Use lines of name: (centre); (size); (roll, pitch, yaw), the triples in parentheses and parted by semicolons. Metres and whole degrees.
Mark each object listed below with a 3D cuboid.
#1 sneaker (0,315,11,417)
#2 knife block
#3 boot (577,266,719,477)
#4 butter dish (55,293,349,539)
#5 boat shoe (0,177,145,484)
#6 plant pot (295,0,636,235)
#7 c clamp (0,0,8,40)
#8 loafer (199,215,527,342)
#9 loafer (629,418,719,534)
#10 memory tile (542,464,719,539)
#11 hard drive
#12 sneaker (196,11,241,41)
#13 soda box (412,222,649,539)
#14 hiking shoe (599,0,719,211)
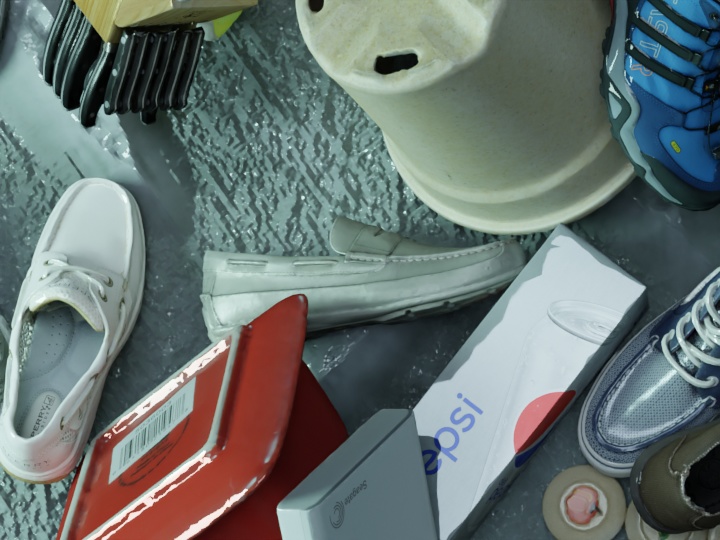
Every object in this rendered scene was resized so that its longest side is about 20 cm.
sneaker: (-0.284, 0.037, 1.566); (0.099, 0.078, 0.200); (-36, 81, 25)
knife block: (-0.140, -0.190, 1.535); (0.175, 0.064, 0.201); (-9, 89, 52)
boot: (0.202, 0.035, 1.470); (0.200, 0.090, 0.073); (-44, 73, -5)
butter dish: (-0.072, 0.145, 1.455); (0.200, 0.200, 0.148); (-38, 111, 23)
boat shoe: (-0.172, 0.026, 1.528); (0.071, 0.069, 0.201); (10, 66, 0)
plant pot: (0.062, -0.139, 1.458); (0.200, 0.183, 0.201); (-7, 74, 25)
c clamp: (-0.295, -0.194, 1.636); (0.199, 0.027, 0.172); (6, 84, 8)
loafer: (0.000, 0.000, 1.523); (0.199, 0.070, 0.070); (-10, 85, 7)
loafer: (0.253, 0.100, 1.446); (0.199, 0.071, 0.073); (-27, 95, -8)
memory tile: (0.164, 0.220, 1.477); (0.153, 0.017, 0.201); (12, 79, 11)
hard drive: (0.011, 0.194, 1.404); (0.027, 0.132, 0.201); (-2, 110, 28)
sneaker: (-0.050, -0.232, 1.579); (0.076, 0.075, 0.201); (23, 83, 14)
soda box: (0.085, 0.073, 1.497); (0.068, 0.063, 0.200); (38, 86, 14)
hiking shoe: (0.180, -0.125, 1.403); (0.087, 0.074, 0.201); (1, 115, 45)
